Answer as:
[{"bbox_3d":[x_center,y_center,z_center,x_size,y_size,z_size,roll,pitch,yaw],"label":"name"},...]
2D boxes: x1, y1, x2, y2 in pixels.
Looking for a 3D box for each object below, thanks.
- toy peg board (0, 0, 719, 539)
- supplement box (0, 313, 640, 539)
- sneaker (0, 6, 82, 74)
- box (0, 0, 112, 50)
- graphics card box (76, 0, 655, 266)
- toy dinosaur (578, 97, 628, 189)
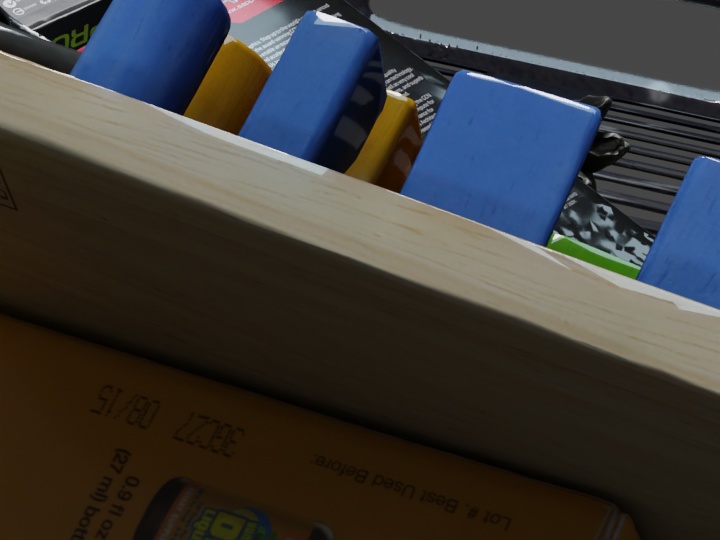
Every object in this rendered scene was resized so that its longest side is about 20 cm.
[{"bbox_3d":[0.017,0.004,0.653,0.199,0.098,0.199,20,-25,16],"label":"toy peg board"},{"bbox_3d":[-0.038,0.063,0.629,0.199,0.067,0.069,15,-26,27],"label":"supplement box"},{"bbox_3d":[-0.150,-0.041,0.775,0.199,0.100,0.071,15,-1,14],"label":"sneaker"},{"bbox_3d":[-0.179,-0.101,1.045,0.200,0.044,0.160,-29,51,-36],"label":"box"},{"bbox_3d":[0.000,0.000,0.821,0.200,0.051,0.125,37,48,23],"label":"graphics card box"},{"bbox_3d":[0.039,0.022,0.946,0.199,0.103,0.136,2,-31,11],"label":"toy dinosaur"}]
